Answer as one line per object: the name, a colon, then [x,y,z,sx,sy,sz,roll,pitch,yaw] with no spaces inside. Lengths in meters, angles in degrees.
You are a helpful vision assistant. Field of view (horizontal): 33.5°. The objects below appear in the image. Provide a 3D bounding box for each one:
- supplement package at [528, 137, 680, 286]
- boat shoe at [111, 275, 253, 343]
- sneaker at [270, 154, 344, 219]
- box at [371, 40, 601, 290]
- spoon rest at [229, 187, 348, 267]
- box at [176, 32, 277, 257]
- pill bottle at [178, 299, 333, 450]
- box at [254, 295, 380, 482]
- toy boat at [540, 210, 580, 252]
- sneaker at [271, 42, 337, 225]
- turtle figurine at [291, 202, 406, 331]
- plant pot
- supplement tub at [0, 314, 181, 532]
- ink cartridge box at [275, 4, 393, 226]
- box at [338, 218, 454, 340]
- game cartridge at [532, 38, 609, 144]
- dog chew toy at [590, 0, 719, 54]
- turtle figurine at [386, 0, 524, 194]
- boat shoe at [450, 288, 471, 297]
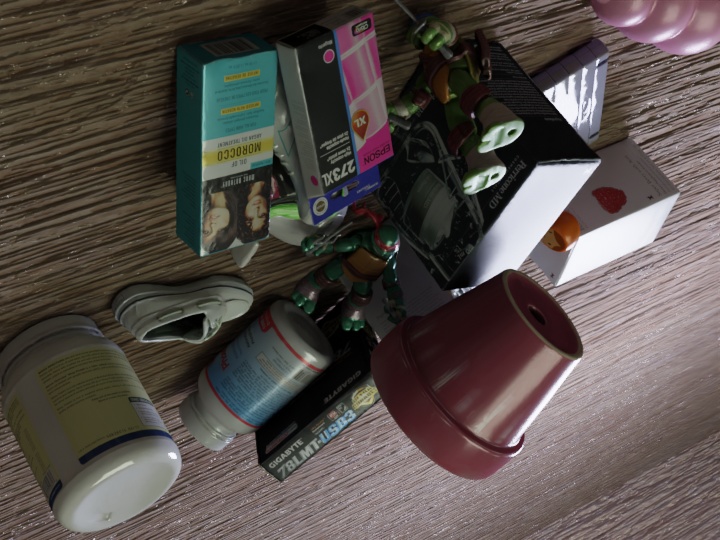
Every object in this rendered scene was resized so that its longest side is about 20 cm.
supplement package: [0.339,-0.086,1.740,0.199,0.121,0.120,-23,151,-26]
boat shoe: [-0.196,0.056,1.388,0.199,0.067,0.074,-6,142,-46]
sneaker: [-0.105,-0.096,1.263,0.199,0.077,0.084,-7,111,-38]
box: [0.127,-0.118,1.343,0.123,0.197,0.200,-8,142,-44]
spoon rest: [-0.083,-0.058,1.366,0.200,0.061,0.099,-23,156,-54]
box: [-0.128,-0.117,1.131,0.082,0.049,0.201,-18,129,-32]
pill bottle: [-0.139,0.140,1.551,0.200,0.109,0.109,-42,154,12]
box: [-0.058,0.154,1.589,0.200,0.199,0.050,-42,115,14]
toy boat: [0.214,-0.064,1.492,0.201,0.130,0.130,-60,152,0]
sneaker: [-0.066,-0.137,1.190,0.080,0.070,0.201,-12,119,-18]
turtle figurine: [0.000,0.000,1.394,0.101,0.149,0.200,-53,-177,-34]
plant pot: [0.142,0.103,1.334,0.179,0.201,0.200,-43,153,23]
supplement tub: [-0.298,0.162,1.290,0.144,0.200,0.145,-28,153,-16]
ink cartridge box: [-0.019,-0.143,1.144,0.094,0.037,0.201,-32,131,-29]
box: [0.072,0.056,1.562,0.106,0.200,0.152,-36,155,3]
game cartridge: [0.256,-0.203,1.548,0.129,0.038,0.200,-28,153,-8]
dog chew toy: [0.343,-0.315,1.376,0.199,0.125,0.125,-3,140,-36]
turtle figurine: [0.060,-0.174,1.178,0.199,0.194,0.144,7,134,-51]
boat shoe: [0.137,0.010,1.732,0.071,0.072,0.200,-27,144,2]
